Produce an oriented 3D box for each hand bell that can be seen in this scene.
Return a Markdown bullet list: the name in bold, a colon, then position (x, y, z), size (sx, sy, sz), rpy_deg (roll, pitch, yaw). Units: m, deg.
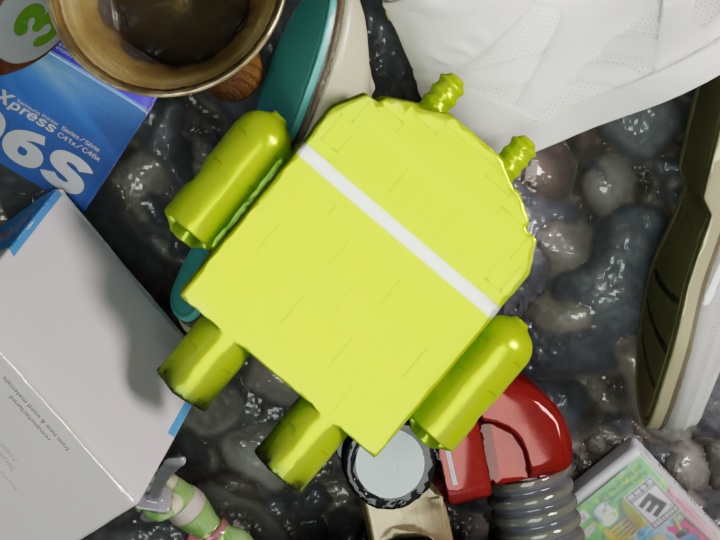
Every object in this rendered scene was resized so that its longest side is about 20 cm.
- **hand bell**: position (-0.071, -0.107, 1.006), size (0.103, 0.200, 0.105), rpy_deg (-1, 80, 6)

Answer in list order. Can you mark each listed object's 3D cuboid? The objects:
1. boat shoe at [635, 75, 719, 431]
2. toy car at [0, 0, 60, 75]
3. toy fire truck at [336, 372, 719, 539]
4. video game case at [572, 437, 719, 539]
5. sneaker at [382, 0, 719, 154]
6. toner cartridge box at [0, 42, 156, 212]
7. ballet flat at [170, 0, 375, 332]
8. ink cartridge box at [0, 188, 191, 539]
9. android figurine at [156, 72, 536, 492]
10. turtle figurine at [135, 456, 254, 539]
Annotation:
- **boat shoe**: position (0.187, -0.005, 1.090), size (0.068, 0.075, 0.201), rpy_deg (6, 119, -10)
- **toy car**: position (-0.190, -0.140, 0.906), size (0.157, 0.200, 0.165), rpy_deg (36, 96, -9)
- **toy fire truck**: position (0.098, 0.129, 1.111), size (0.199, 0.129, 0.177), rpy_deg (-13, 97, -4)
- **video game case**: position (0.132, 0.216, 1.197), size (0.200, 0.022, 0.182), rpy_deg (-40, 103, 14)
- **sneaker**: position (0.110, -0.136, 1.049), size (0.199, 0.074, 0.116), rpy_deg (-24, 110, 11)
- **toner cartridge box**: position (-0.196, -0.116, 1.060), size (0.199, 0.043, 0.095), rpy_deg (31, 139, -8)
- **ballet flat**: position (-0.030, -0.051, 1.095), size (0.069, 0.070, 0.201), rpy_deg (25, 110, -7)
- **ink cartridge box**: position (-0.199, 0.081, 1.091), size (0.200, 0.129, 0.125), rpy_deg (-33, 106, 28)
- **android figurine**: position (0.000, 0.000, 1.037), size (0.182, 0.041, 0.200), rpy_deg (38, 92, -6)
- **turtle figurine**: position (-0.110, 0.184, 1.122), size (0.193, 0.200, 0.144), rpy_deg (-30, 90, 20)
